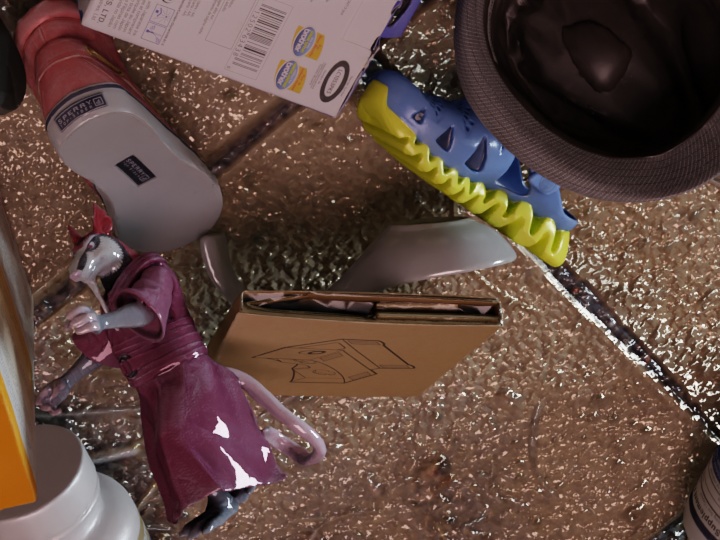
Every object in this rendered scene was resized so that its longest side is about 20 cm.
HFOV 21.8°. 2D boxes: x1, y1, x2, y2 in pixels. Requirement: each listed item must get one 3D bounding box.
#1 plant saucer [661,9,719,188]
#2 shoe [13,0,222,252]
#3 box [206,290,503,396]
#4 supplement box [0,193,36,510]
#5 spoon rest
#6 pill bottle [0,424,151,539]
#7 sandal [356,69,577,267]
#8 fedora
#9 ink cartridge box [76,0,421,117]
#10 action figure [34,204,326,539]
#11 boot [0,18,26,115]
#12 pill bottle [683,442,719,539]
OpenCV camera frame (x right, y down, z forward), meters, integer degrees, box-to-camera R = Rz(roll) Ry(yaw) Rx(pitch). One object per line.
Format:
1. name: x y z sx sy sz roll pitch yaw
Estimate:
1. plant saucer: 0.279 -0.141 1.205 0.200 0.037 0.201 -7 125 -10
2. shoe: -0.145 -0.085 1.126 0.071 0.091 0.200 -27 156 3
3. box: -0.015 0.050 1.204 0.163 0.021 0.200 2 164 -13
4. supplement box: -0.240 0.033 1.102 0.073 0.200 0.126 -12 126 -2
5. spoon rest: 0.000 0.000 1.186 0.199 0.099 0.061 -2 96 12
6. pill bottle: -0.198 0.208 1.285 0.119 0.120 0.200 -18 127 0
7. sandal: 0.078 -0.081 1.173 0.200 0.079 0.087 29 99 -43
8. fedora: 0.151 -0.126 1.114 0.200 0.090 0.177 37 86 12
9. ink cartridge box: -0.048 -0.178 1.077 0.199 0.076 0.137 19 119 -23
10. action figure: -0.110 0.050 1.101 0.149 0.134 0.201 -23 91 -25
11. boot: -0.296 -0.150 1.037 0.153 0.074 0.204 -23 107 25
12. pill bottle: 0.307 0.167 1.381 0.111 0.111 0.200 11 121 -20
